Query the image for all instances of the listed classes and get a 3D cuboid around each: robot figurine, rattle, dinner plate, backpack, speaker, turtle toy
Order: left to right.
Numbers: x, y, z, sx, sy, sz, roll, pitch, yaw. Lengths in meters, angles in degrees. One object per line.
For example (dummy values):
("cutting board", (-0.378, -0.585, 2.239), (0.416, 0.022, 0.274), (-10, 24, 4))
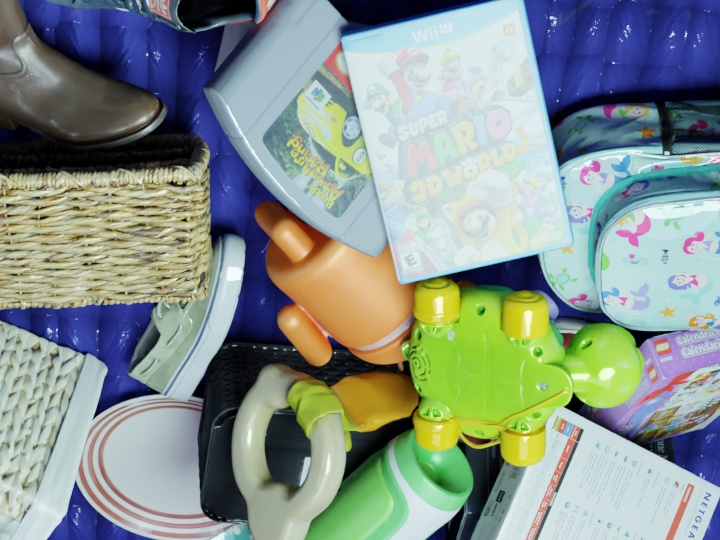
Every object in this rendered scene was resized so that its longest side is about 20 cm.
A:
("dinner plate", (-0.173, 0.184, 1.868), (0.198, 0.024, 0.202), (1, 129, 1))
("rattle", (-0.044, 0.181, 1.678), (0.129, 0.142, 0.202), (16, 102, 28))
("robot figurine", (-0.001, 0.001, 1.647), (0.116, 0.145, 0.200), (-15, 133, 43))
("speaker", (0.008, 0.221, 1.711), (0.088, 0.089, 0.200), (31, 123, -23))
("turtle toy", (0.127, 0.073, 1.586), (0.198, 0.101, 0.147), (8, 112, 20))
("backpack", (0.237, -0.043, 1.588), (0.198, 0.151, 0.179), (4, 129, 6))

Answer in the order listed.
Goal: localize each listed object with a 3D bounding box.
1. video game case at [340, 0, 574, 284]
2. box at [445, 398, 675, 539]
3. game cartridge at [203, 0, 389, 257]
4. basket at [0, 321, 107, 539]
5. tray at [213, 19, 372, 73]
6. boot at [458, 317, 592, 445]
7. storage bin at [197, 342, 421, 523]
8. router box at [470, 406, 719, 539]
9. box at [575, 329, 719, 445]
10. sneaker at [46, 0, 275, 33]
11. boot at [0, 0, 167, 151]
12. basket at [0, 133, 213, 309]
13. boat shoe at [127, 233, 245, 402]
("video game case", (0.076, -0.100, 1.514), (0.142, 0.018, 0.202), (-12, 106, 6))
("box", (0.181, 0.204, 1.789), (0.198, 0.149, 0.108), (7, 135, -5))
("game cartridge", (-0.023, -0.109, 1.528), (0.133, 0.041, 0.200), (-50, 117, -8))
("basket", (-0.321, 0.158, 1.739), (0.123, 0.201, 0.136), (29, 126, -16))
("tray", (-0.017, -0.151, 1.579), (0.198, 0.022, 0.108), (11, 129, -8))
("boot", (0.150, 0.106, 1.712), (0.198, 0.145, 0.073), (5, 124, -5))
("storage bin", (-0.043, 0.151, 1.772), (0.198, 0.094, 0.136), (5, 126, -9))
("router box", (0.186, 0.237, 1.655), (0.178, 0.049, 0.202), (28, 82, -17))
("box", (0.272, 0.099, 1.693), (0.136, 0.039, 0.200), (-13, 159, -22))
("sneaker", (-0.158, -0.216, 1.485), (0.198, 0.085, 0.076), (-3, 131, 4))
("boot", (-0.254, -0.188, 1.496), (0.184, 0.065, 0.201), (6, 138, 21))
("basket", (-0.217, -0.069, 1.571), (0.198, 0.144, 0.150), (-3, 136, -2))
("boat shoe", (-0.152, 0.043, 1.716), (0.061, 0.072, 0.201), (15, 132, -14))
